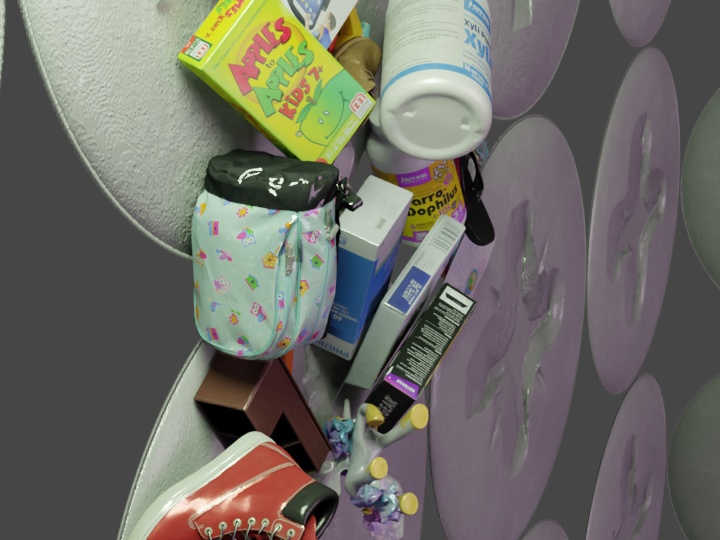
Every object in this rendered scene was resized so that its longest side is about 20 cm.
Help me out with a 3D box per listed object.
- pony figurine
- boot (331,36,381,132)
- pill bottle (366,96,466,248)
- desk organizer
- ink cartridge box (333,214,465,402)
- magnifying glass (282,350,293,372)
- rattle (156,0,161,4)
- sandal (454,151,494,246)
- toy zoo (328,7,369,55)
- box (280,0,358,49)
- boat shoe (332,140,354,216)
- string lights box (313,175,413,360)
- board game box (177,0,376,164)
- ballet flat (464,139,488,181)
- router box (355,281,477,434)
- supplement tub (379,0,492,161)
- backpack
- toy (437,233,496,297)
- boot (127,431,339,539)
[{"bbox_3d":[0.003,0.244,1.517,0.166,0.200,0.193,11,78,-23],"label":"pony figurine"},{"bbox_3d":[-0.006,-0.203,1.450,0.200,0.075,0.074,-58,141,-47],"label":"boot"},{"bbox_3d":[0.068,-0.130,1.636,0.104,0.104,0.200,-62,147,-36],"label":"pill bottle"},{"bbox_3d":[-0.104,0.168,1.399,0.077,0.072,0.200,-63,148,-30],"label":"desk organizer"},{"bbox_3d":[0.050,0.055,1.614,0.196,0.043,0.200,-55,171,-45],"label":"ink cartridge box"},{"bbox_3d":[-0.082,0.034,1.418,0.022,0.079,0.200,-43,144,-56],"label":"magnifying glass"},{"bbox_3d":[-0.101,-0.315,1.209,0.200,0.143,0.130,-53,160,-56],"label":"rattle"},{"bbox_3d":[0.142,-0.129,1.749,0.075,0.045,0.200,-3,64,-48],"label":"sandal"},{"bbox_3d":[-0.038,-0.236,1.484,0.200,0.020,0.131,-57,144,-43],"label":"toy zoo"},{"bbox_3d":[-0.055,-0.315,1.386,0.119,0.041,0.200,59,46,-36],"label":"box"},{"bbox_3d":[-0.041,-0.081,1.466,0.200,0.066,0.072,-58,145,-41],"label":"boat shoe"},{"bbox_3d":[0.000,0.000,1.502,0.103,0.059,0.200,-56,166,-43],"label":"string lights box"},{"bbox_3d":[-0.079,-0.189,1.282,0.102,0.048,0.200,-53,135,-4],"label":"board game box"},{"bbox_3d":[0.122,-0.113,1.815,0.074,0.074,0.200,57,45,-54],"label":"ballet flat"},{"bbox_3d":[0.066,0.115,1.594,0.149,0.051,0.200,-55,176,-22],"label":"router box"},{"bbox_3d":[0.089,-0.240,1.506,0.132,0.132,0.200,65,23,-48],"label":"supplement tub"},{"bbox_3d":[-0.096,-0.012,1.296,0.126,0.167,0.200,-15,114,-45],"label":"backpack"},{"bbox_3d":[0.136,0.006,1.879,0.200,0.047,0.115,-68,154,-21],"label":"toy"},{"bbox_3d":[-0.122,0.259,1.251,0.200,0.144,0.072,-39,139,-23],"label":"boot"}]
